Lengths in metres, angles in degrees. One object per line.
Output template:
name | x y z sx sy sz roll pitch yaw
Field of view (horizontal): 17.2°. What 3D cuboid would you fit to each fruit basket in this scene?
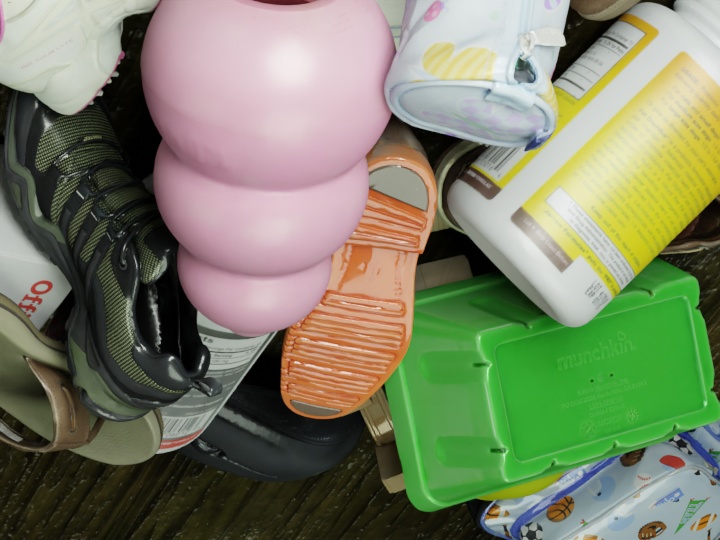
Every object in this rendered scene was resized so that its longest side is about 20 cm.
fruit basket | 0.102 0.073 1.492 0.215 0.156 0.216 -11 -175 1

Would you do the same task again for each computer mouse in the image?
computer mouse | -0.083 0.110 1.566 0.200 0.053 0.138 7 159 -33

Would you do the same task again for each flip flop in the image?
flip flop | -0.186 0.067 1.318 0.081 0.058 0.200 -16 146 25

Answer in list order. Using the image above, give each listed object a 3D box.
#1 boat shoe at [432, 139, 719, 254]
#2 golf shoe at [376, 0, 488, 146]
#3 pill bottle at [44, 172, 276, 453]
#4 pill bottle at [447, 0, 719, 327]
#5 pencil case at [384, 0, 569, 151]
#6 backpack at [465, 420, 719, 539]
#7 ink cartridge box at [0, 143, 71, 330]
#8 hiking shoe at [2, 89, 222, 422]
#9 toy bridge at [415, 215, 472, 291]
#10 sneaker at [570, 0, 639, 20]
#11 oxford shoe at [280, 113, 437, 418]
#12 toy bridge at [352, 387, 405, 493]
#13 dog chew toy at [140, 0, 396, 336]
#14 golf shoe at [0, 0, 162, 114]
boat shoe | 0.139 -0.044 1.413 0.202 0.075 0.075 0 107 -32
golf shoe | 0.021 -0.146 1.264 0.200 0.078 0.097 20 112 -43
pill bottle | -0.099 0.009 1.381 0.116 0.116 0.200 7 140 -29
pill bottle | 0.151 -0.072 1.322 0.200 0.109 0.109 -44 143 -2
pencil case | 0.066 -0.159 1.126 0.083 0.200 0.091 13 161 -9
backpack | 0.176 0.135 1.646 0.200 0.154 0.190 -32 153 19
ink cartridge box | -0.274 -0.009 1.321 0.200 0.086 0.146 12 138 -31
hiking shoe | -0.122 -0.023 1.267 0.101 0.200 0.076 -15 -176 42
toy bridge | 0.038 0.012 1.501 0.067 0.027 0.200 -13 145 -2
sneaker | 0.141 -0.215 1.195 0.075 0.070 0.200 10 130 -30
oxford shoe | 0.000 0.000 1.407 0.071 0.073 0.200 14 122 -13
toy bridge | -0.010 0.062 1.529 0.027 0.067 0.200 -22 133 10
dog chew toy | -0.049 -0.055 1.170 0.124 0.125 0.200 -4 125 -16
golf shoe | -0.139 -0.157 1.170 0.091 0.075 0.200 16 133 -26
